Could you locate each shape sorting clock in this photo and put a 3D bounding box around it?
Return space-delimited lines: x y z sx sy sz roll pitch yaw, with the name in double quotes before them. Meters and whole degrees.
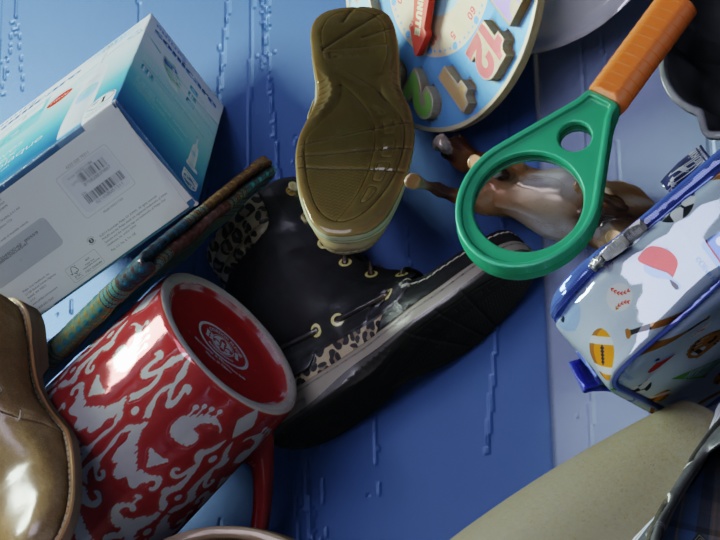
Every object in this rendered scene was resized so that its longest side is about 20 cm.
"shape sorting clock" 0.048 -0.187 1.471 0.199 0.039 0.202 9 102 50

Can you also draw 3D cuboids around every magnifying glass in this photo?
"magnifying glass" 0.126 -0.078 1.328 0.079 0.022 0.201 29 72 25

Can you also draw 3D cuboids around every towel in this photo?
"towel" -0.142 0.014 1.455 0.022 0.147 0.200 48 133 -2

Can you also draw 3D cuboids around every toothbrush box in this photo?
"toothbrush box" -0.174 -0.067 1.503 0.146 0.085 0.200 -34 16 14

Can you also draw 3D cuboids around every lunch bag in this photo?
"lunch bag" 0.185 0.010 1.281 0.160 0.200 0.076 -40 67 9

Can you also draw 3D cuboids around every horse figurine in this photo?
"horse figurine" 0.118 -0.043 1.394 0.199 0.132 0.050 14 93 21

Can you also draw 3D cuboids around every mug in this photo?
"mug" -0.128 0.112 1.425 0.200 0.177 0.134 -45 47 21

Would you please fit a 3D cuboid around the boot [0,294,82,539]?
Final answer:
"boot" -0.212 0.086 1.344 0.073 0.075 0.201 -39 46 18

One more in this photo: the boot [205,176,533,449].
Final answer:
"boot" 0.000 0.000 1.461 0.200 0.073 0.151 -38 59 18

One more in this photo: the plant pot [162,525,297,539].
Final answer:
"plant pot" -0.065 0.253 1.379 0.199 0.093 0.203 -3 80 18

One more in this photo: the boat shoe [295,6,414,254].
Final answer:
"boat shoe" 0.000 -0.076 1.438 0.073 0.067 0.201 -1 45 6

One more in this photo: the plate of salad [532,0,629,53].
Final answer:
"plate of salad" 0.122 -0.229 1.483 0.199 0.048 0.202 -12 69 34

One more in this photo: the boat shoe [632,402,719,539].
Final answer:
"boat shoe" 0.195 0.105 1.199 0.070 0.066 0.200 43 62 7

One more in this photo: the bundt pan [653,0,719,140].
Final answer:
"bundt pan" 0.271 -0.146 1.362 0.200 0.076 0.204 -9 69 25

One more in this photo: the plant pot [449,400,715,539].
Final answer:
"plant pot" 0.140 0.172 1.275 0.200 0.188 0.187 -46 57 -11
